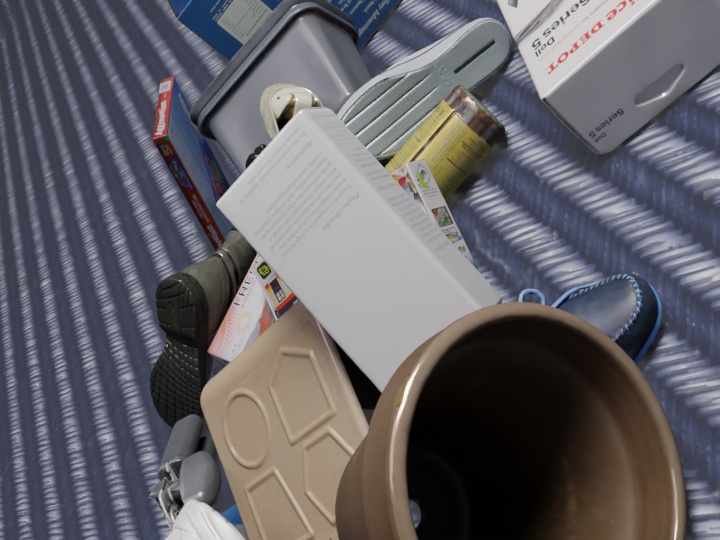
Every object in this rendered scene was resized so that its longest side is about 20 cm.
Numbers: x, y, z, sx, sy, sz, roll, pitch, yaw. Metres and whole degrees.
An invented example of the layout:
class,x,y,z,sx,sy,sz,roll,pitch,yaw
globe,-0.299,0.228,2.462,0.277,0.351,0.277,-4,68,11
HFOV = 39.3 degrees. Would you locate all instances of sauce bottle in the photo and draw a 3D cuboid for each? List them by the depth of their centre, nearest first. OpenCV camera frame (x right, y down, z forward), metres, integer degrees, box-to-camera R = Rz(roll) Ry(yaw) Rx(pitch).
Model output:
class,x,y,z,sx,sy,sz,roll,pitch,yaw
sauce bottle,0.045,-0.074,0.916,0.200,0.064,0.065,-47,33,15

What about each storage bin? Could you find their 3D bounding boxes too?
class,x,y,z,sx,sy,sz,roll,pitch,yaw
storage bin,-0.063,-0.168,1.097,0.200,0.145,0.135,-42,62,21

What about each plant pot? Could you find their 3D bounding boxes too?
class,x,y,z,sx,sy,sz,roll,pitch,yaw
plant pot,0.067,0.138,0.615,0.174,0.198,0.203,-33,36,59

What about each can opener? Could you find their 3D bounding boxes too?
class,x,y,z,sx,sy,sz,roll,pitch,yaw
can opener,-0.146,0.180,0.916,0.066,0.054,0.200,-29,13,5

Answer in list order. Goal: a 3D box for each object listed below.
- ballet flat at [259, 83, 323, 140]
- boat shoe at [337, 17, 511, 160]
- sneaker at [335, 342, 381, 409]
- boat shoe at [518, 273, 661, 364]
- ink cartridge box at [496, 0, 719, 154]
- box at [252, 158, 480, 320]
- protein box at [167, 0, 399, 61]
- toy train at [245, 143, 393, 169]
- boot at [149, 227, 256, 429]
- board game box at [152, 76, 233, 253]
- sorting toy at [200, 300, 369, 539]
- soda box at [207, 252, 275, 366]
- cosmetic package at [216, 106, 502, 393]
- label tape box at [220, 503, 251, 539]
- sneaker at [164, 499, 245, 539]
class,x,y,z,sx,sy,sz,roll,pitch,yaw
ballet flat,-0.050,-0.130,0.948,0.063,0.066,0.202,107,154,-43
boat shoe,0.056,-0.167,0.959,0.198,0.074,0.067,-32,13,-10
sneaker,0.011,0.021,0.823,0.076,0.089,0.203,-37,-38,-60
boat shoe,0.115,0.070,0.693,0.200,0.068,0.085,-43,35,21
ink cartridge box,0.198,-0.215,0.812,0.145,0.084,0.202,-40,36,24
box,0.000,0.000,0.882,0.199,0.035,0.111,-31,81,35
protein box,-0.092,-0.333,1.195,0.199,0.199,0.135,-49,33,11
toy train,-0.023,-0.109,0.990,0.196,0.035,0.046,-1,25,20
boot,-0.152,0.065,1.052,0.130,0.067,0.203,-39,-34,-51
board game box,-0.179,-0.106,1.132,0.019,0.202,0.104,-13,44,10
sorting toy,-0.051,0.144,0.812,0.185,0.036,0.203,-40,61,41
soda box,-0.071,0.012,0.999,0.068,0.063,0.203,10,72,56
cosmetic package,0.000,-0.013,0.739,0.102,0.200,0.074,-43,-3,19
label tape box,-0.148,0.289,0.863,0.144,0.063,0.202,-37,38,27
sneaker,-0.087,0.260,0.746,0.198,0.079,0.100,24,61,37
